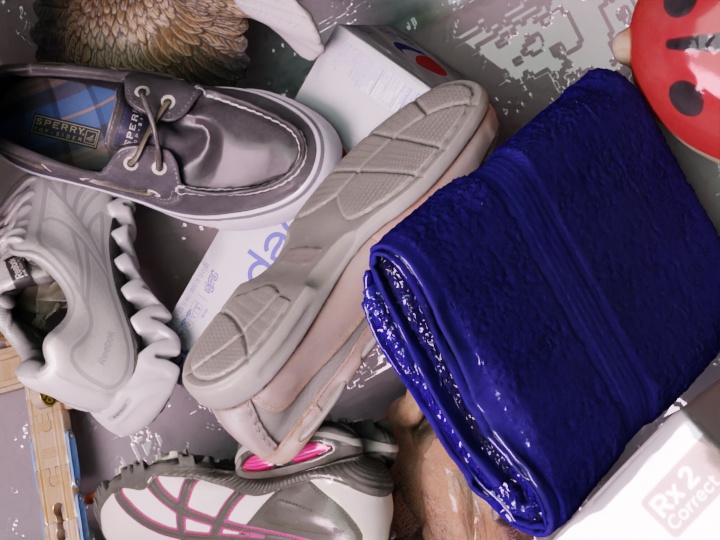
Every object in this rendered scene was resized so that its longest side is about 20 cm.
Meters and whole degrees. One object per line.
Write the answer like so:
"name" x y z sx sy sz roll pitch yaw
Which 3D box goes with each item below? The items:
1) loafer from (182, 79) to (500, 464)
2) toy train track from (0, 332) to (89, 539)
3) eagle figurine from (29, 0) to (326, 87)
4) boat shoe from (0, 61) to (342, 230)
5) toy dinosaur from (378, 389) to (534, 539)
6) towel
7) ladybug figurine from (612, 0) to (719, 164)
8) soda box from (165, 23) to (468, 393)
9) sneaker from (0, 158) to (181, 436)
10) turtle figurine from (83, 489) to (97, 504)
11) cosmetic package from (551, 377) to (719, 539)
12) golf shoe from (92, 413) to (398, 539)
"loafer" 0.000 0.000 1.141 0.072 0.200 0.063 12 145 54
"toy train track" -0.168 0.089 1.302 0.114 0.032 0.201 -16 79 32
"eagle figurine" -0.104 -0.152 1.228 0.199 0.151 0.152 -23 96 11
"boat shoe" -0.107 -0.068 1.199 0.199 0.066 0.070 15 88 27
"toy dinosaur" 0.046 0.105 1.189 0.085 0.200 0.136 11 106 -23
"towel" 0.088 0.011 1.123 0.049 0.200 0.148 -19 105 45
"ladybug figurine" 0.210 -0.105 1.140 0.199 0.072 0.137 -5 94 21
"soda box" -0.023 -0.022 1.239 0.063 0.068 0.201 35 106 15
"sneaker" -0.155 -0.009 1.252 0.075 0.081 0.201 -50 46 27
"turtle figurine" -0.075 0.199 1.284 0.199 0.064 0.162 10 99 19
"cosmetic package" 0.168 0.158 1.115 0.165 0.200 0.165 43 109 10
"golf shoe" -0.061 0.126 1.196 0.199 0.077 0.089 -19 72 48
